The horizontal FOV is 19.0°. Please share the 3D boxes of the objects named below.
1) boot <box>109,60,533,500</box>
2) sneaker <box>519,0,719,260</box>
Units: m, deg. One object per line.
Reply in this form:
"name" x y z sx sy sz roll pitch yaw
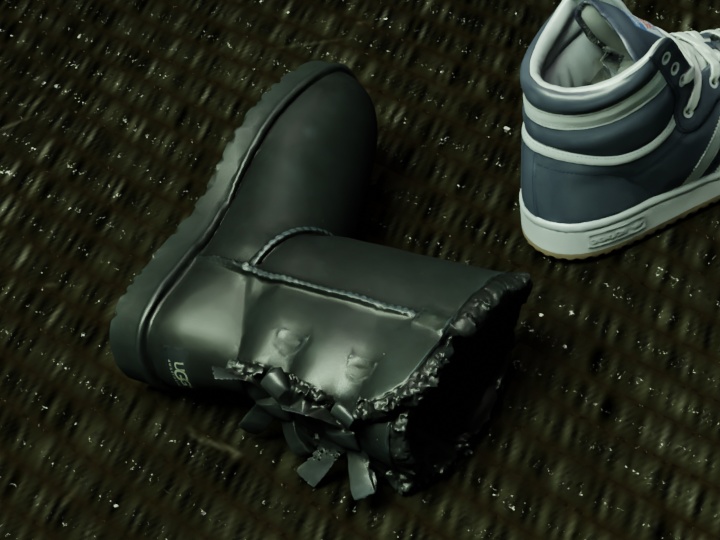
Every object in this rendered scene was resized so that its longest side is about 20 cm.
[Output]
"boot" 0.000 -0.001 0.941 0.161 0.074 0.199 15 55 32
"sneaker" 0.155 -0.092 0.975 0.199 0.109 0.070 -28 43 -18
